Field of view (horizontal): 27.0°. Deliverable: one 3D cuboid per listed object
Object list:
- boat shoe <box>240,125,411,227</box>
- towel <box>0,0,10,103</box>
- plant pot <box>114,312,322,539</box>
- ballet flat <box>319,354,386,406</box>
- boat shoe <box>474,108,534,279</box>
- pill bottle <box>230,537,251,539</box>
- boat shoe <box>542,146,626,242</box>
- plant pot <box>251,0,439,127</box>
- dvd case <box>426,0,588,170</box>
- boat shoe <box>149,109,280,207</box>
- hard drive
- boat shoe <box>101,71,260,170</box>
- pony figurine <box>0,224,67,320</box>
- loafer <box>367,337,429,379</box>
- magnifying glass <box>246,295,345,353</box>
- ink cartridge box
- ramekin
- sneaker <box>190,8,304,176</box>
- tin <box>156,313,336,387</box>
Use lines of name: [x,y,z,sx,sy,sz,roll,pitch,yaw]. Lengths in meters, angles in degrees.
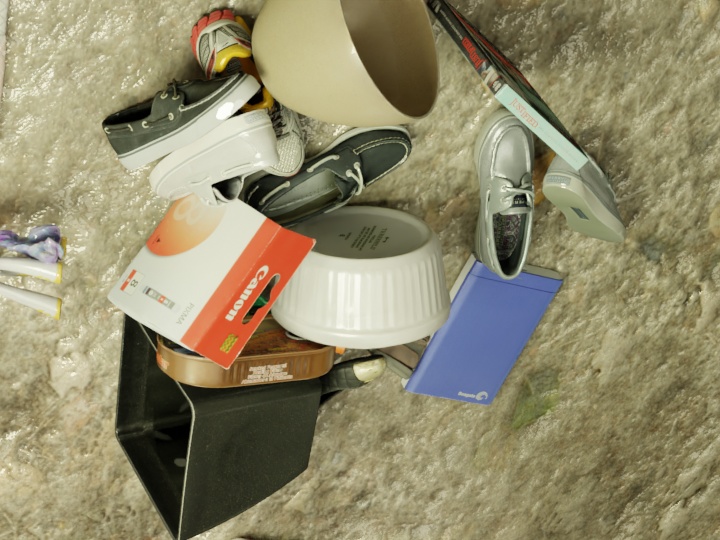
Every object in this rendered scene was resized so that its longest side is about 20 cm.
boat shoe: [-0.030,-0.098,1.637,0.200,0.060,0.076,-25,130,-3]
towel: [-0.434,-0.200,1.415,0.200,0.032,0.191,1,124,-22]
plant pot: [-0.157,0.155,1.701,0.177,0.200,0.200,-10,128,-29]
ballet flat: [-0.035,0.145,1.769,0.066,0.057,0.200,-8,163,-45]
boat shoe: [0.172,-0.083,1.710,0.070,0.072,0.201,-9,121,-16]
pill bottle: [-0.091,0.422,1.968,0.200,0.111,0.111,19,116,-32]
boat shoe: [0.271,-0.090,1.754,0.201,0.070,0.072,38,69,-58]
plant pot: [-0.028,-0.225,1.479,0.134,0.201,0.200,-17,136,27]
dvd case: [0.149,-0.197,1.547,0.022,0.200,0.146,-44,129,13]
boat shoe: [-0.145,-0.100,1.523,0.072,0.069,0.200,-19,176,-45]
hard drive: [0.150,0.076,1.864,0.132,0.025,0.200,12,119,-29]
boat shoe: [-0.183,-0.156,1.479,0.200,0.069,0.057,-22,113,39]
pony figurine: [-0.396,-0.014,1.492,0.200,0.167,0.193,7,157,-9]
loafer: [0.020,0.065,1.772,0.063,0.072,0.200,-51,145,-3]
magnifying glass: [-0.110,0.052,1.684,0.200,0.080,0.022,18,144,-12]
ink cartridge box: [-0.157,0.000,1.536,0.050,0.200,0.162,42,78,-36]
ramekin: [0.000,0.000,1.643,0.202,0.202,0.094,-7,115,-17]
sneaker: [-0.112,-0.167,1.538,0.078,0.082,0.200,-30,131,1]
tin: [-0.120,0.084,1.593,0.200,0.112,0.042,-3,115,-28]
